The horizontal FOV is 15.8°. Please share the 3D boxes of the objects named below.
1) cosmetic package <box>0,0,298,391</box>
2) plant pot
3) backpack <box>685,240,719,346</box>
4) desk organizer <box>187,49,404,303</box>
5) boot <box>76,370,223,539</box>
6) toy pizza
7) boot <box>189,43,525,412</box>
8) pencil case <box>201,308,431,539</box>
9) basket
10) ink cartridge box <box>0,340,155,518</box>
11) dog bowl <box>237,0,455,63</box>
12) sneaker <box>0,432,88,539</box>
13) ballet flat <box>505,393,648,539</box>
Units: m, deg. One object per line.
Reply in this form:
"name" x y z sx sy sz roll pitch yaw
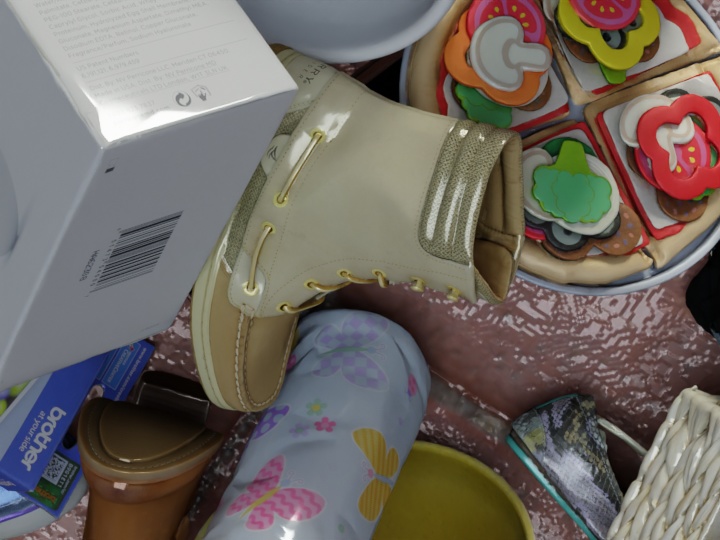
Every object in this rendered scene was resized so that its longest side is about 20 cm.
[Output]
"cosmetic package" -0.158 -0.087 1.276 0.200 0.122 0.200 54 140 19
"plant pot" 0.010 0.214 1.437 0.199 0.201 0.143 -9 130 7
"backpack" 0.263 0.022 1.344 0.153 0.200 0.163 38 104 -7
"desk organizer" -0.014 -0.051 1.412 0.200 0.077 0.072 -36 99 13
"boot" -0.125 0.147 1.408 0.073 0.200 0.156 17 98 5
"toy pizza" 0.117 -0.086 1.358 0.199 0.032 0.202 5 72 -16
"boot" 0.000 0.000 1.318 0.155 0.073 0.201 19 113 20
"pencil case" -0.029 0.111 1.392 0.090 0.201 0.083 -2 132 25
"basket" 0.241 0.160 1.384 0.199 0.123 0.136 20 102 -30
"ink cartridge box" -0.208 0.035 1.408 0.200 0.042 0.120 38 69 -25
"dog bowl" -0.025 -0.206 1.287 0.199 0.079 0.201 17 137 17
"sneaker" -0.257 0.077 1.435 0.198 0.081 0.147 3 140 9
"ballet flat" 0.161 0.152 1.457 0.072 0.072 0.201 -32 101 12
